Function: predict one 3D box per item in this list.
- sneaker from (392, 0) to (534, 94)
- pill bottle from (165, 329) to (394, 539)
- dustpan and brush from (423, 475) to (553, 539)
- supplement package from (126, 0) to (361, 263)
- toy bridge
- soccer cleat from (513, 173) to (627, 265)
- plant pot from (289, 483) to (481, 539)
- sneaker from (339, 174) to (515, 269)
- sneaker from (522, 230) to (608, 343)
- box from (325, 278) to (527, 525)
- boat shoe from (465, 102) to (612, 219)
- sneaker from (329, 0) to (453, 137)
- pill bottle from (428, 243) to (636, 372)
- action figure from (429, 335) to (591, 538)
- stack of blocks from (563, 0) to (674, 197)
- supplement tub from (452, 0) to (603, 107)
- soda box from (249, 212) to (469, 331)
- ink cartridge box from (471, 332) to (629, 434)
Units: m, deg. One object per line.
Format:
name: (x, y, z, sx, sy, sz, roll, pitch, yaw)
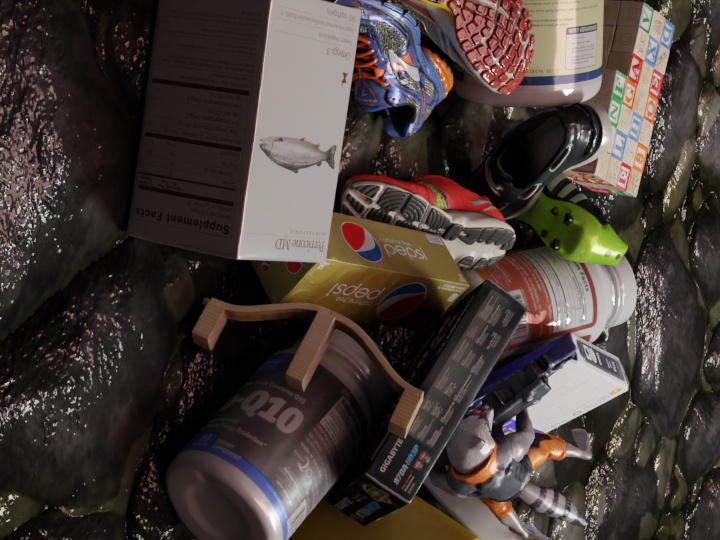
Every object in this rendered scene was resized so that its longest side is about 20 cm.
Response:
sneaker: (0.079, -0.237, 1.443, 0.200, 0.082, 0.078, 46, 74, -24)
pill bottle: (-0.061, 0.138, 1.358, 0.200, 0.113, 0.115, -47, 134, -38)
dustpan and brush: (0.145, 0.250, 1.604, 0.057, 0.200, 0.139, -47, 142, 5)
supplement package: (-0.088, -0.114, 1.247, 0.116, 0.116, 0.202, 1, 98, -56)
toy bridge: (-0.039, 0.063, 1.309, 0.068, 0.198, 0.027, -62, 168, -21)
soccer cleat: (0.197, -0.061, 1.619, 0.080, 0.200, 0.068, 18, 112, -27)
plant pot: (0.039, 0.302, 1.491, 0.200, 0.175, 0.202, 41, 65, -52)
sneaker: (0.053, -0.055, 1.515, 0.199, 0.085, 0.077, 15, 126, -38)
sneaker: (0.228, -0.003, 1.779, 0.200, 0.077, 0.091, 58, 45, -52)
box: (0.054, 0.116, 1.387, 0.201, 0.046, 0.159, -57, -177, -19)
boat shoe: (0.153, -0.104, 1.554, 0.060, 0.200, 0.076, -7, 68, -38)
sneaker: (0.018, -0.180, 1.423, 0.200, 0.075, 0.079, 39, 70, -50)
pill bottle: (0.173, 0.033, 1.617, 0.198, 0.112, 0.113, -12, 110, -32)
action figure: (0.146, 0.160, 1.457, 0.200, 0.105, 0.193, -43, 142, 17)
stack of blocks: (0.280, -0.194, 1.804, 0.115, 0.058, 0.202, 19, 83, -55)
supplement tub: (0.158, -0.264, 1.535, 0.144, 0.144, 0.202, -22, 117, -50)
soda box: (0.000, 0.000, 1.407, 0.199, 0.064, 0.068, 11, 131, -47)
ink cartridge box: (0.141, 0.127, 1.582, 0.200, 0.197, 0.044, 25, 40, -60)
